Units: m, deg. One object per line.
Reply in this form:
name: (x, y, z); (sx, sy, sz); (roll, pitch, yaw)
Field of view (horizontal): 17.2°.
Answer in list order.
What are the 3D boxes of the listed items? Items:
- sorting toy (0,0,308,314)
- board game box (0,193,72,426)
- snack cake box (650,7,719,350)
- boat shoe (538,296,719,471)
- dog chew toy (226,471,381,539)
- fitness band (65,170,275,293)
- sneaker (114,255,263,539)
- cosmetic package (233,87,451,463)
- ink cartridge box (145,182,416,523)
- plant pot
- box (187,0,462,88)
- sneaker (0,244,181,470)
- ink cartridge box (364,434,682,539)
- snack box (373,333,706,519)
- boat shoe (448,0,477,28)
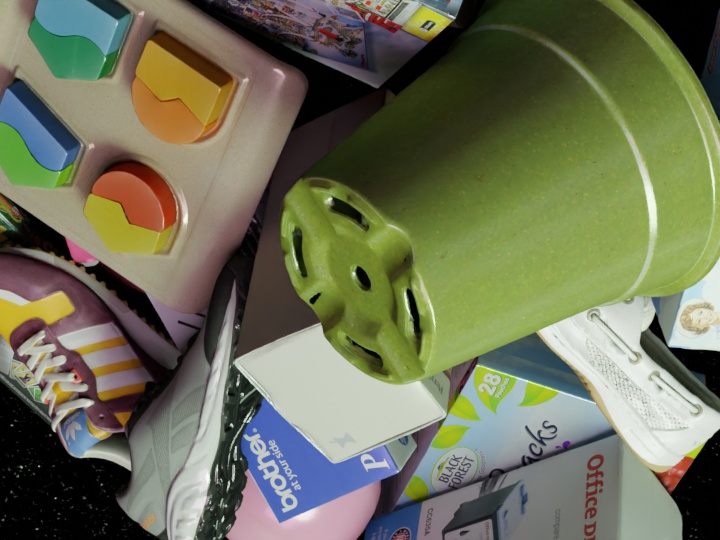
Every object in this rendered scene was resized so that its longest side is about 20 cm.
sorting toy: (-0.148, -0.088, 1.398); (0.199, 0.036, 0.186); (31, 123, 8)
board game box: (-0.220, 0.031, 1.584); (0.104, 0.024, 0.200); (-25, 125, 27)
snack cake box: (0.240, -0.050, 1.328); (0.114, 0.067, 0.201); (3, 126, -9)
boat shoe: (0.154, 0.030, 1.475); (0.069, 0.071, 0.200); (-35, 105, 19)
dog chew toy: (-0.022, 0.101, 1.567); (0.124, 0.125, 0.200); (25, 121, -16)
fitness band: (-0.121, -0.056, 1.486); (0.143, 0.038, 0.201); (-3, 133, 8)
sneaker: (-0.102, 0.080, 1.436); (0.079, 0.074, 0.201); (25, 115, 17)
cosmetic package: (0.000, 0.000, 1.411); (0.087, 0.201, 0.103); (-24, 127, 28)
ink cartridge box: (-0.056, 0.048, 1.473); (0.094, 0.044, 0.201); (-25, 101, 23)
plant pot: (0.063, -0.035, 1.276); (0.200, 0.190, 0.201); (37, 143, 34)
box: (-0.025, -0.161, 1.294); (0.136, 0.038, 0.200); (24, 170, -8)
sneaker: (-0.179, 0.066, 1.519); (0.200, 0.090, 0.075); (35, 141, -12)
ink cartridge box: (0.100, 0.209, 1.536); (0.199, 0.147, 0.086); (-23, 124, 25)
snack box: (0.118, 0.131, 1.608); (0.168, 0.068, 0.200); (19, 130, -11)
boat shoe: (0.009, -0.216, 1.311); (0.069, 0.071, 0.200); (-6, 132, 26)
